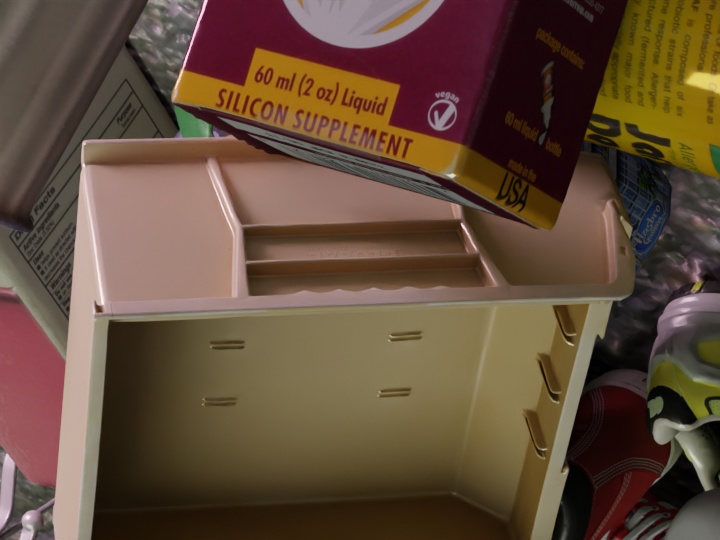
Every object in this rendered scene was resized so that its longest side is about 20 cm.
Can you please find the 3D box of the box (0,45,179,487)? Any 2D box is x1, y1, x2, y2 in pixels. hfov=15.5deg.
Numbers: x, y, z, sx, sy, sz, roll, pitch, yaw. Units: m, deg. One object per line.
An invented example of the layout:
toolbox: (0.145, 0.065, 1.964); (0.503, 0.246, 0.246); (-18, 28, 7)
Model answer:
box: (-0.140, 0.000, 1.280); (0.109, 0.128, 0.200); (6, 140, 39)

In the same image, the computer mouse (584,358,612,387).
computer mouse: (0.039, 0.050, 1.292); (0.199, 0.034, 0.059); (-3, 144, 36)

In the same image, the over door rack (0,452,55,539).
over door rack: (-0.109, 0.112, 1.389); (0.147, 0.200, 0.067); (6, 104, 37)

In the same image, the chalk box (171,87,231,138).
chalk box: (-0.029, 0.001, 1.182); (0.124, 0.124, 0.200); (8, 142, 35)

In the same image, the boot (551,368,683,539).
boot: (0.047, 0.135, 1.166); (0.072, 0.144, 0.200); (45, 125, 7)

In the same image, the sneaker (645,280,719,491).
sneaker: (0.193, 0.094, 1.161); (0.200, 0.077, 0.075); (41, 147, -17)

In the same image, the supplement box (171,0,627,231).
supplement box: (0.031, -0.127, 0.857); (0.110, 0.201, 0.086); (16, 177, 27)

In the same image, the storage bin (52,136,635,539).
storage bin: (-0.011, 0.055, 0.969); (0.198, 0.094, 0.201); (-2, 132, -13)

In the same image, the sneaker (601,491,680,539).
sneaker: (0.131, 0.127, 1.236); (0.112, 0.071, 0.200); (40, 168, -11)

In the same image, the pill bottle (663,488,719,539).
pill bottle: (0.229, 0.139, 1.086); (0.199, 0.113, 0.113); (-3, 155, -17)

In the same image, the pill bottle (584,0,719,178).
pill bottle: (0.133, -0.087, 0.917); (0.199, 0.113, 0.113); (17, 146, 24)

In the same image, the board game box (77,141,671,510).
board game box: (0.000, 0.000, 1.043); (0.200, 0.200, 0.062); (29, -161, -38)

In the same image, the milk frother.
milk frother: (-0.089, -0.101, 1.026); (0.200, 0.189, 0.180); (31, -176, 12)
